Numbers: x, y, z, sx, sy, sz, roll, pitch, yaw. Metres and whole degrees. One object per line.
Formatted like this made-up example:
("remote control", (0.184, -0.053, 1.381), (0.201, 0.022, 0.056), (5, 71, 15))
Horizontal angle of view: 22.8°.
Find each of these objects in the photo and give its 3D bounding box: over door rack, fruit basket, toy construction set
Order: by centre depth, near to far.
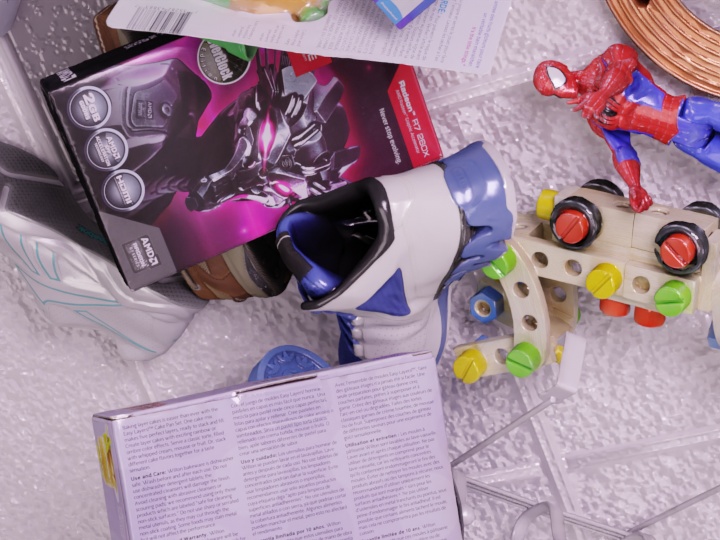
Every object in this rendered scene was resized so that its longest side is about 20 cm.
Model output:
("fruit basket", (-0.011, -0.172, 0.932), (0.200, 0.185, 0.094), (11, 143, 8))
("toy construction set", (0.152, 0.017, 1.013), (0.200, 0.092, 0.131), (8, 115, 13))
("over door rack", (0.134, 0.129, 1.040), (0.147, 0.067, 0.200), (20, 141, -14))

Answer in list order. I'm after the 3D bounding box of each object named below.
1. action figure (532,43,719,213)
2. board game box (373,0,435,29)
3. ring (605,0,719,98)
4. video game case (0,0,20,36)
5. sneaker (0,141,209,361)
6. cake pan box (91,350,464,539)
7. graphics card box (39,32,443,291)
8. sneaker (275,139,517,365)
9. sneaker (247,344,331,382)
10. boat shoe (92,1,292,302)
("action figure", (0.179, -0.063, 0.948), (0.200, 0.099, 0.065), (21, 131, 13))
("board game box", (0.040, -0.232, 0.869), (0.134, 0.200, 0.045), (45, 153, -8))
("ring", (0.220, -0.183, 0.936), (0.200, 0.019, 0.201), (7, 117, 13))
("video game case", (-0.272, -0.256, 1.041), (0.200, 0.045, 0.181), (28, 119, 3))
("sneaker", (-0.196, -0.009, 1.126), (0.200, 0.070, 0.080), (34, 123, -1))
("cake pan box", (-0.034, 0.148, 0.974), (0.200, 0.052, 0.185), (-12, 95, -21))
("graphics card box", (-0.065, -0.085, 1.000), (0.200, 0.051, 0.126), (-23, 110, -9))
("sneaker", (0.000, 0.000, 1.012), (0.115, 0.081, 0.200), (-6, 148, -23))
("sneaker", (-0.016, 0.142, 1.068), (0.200, 0.070, 0.078), (60, 143, 2))
("boat shoe", (-0.112, -0.064, 1.070), (0.074, 0.076, 0.200), (-16, 108, 28))
